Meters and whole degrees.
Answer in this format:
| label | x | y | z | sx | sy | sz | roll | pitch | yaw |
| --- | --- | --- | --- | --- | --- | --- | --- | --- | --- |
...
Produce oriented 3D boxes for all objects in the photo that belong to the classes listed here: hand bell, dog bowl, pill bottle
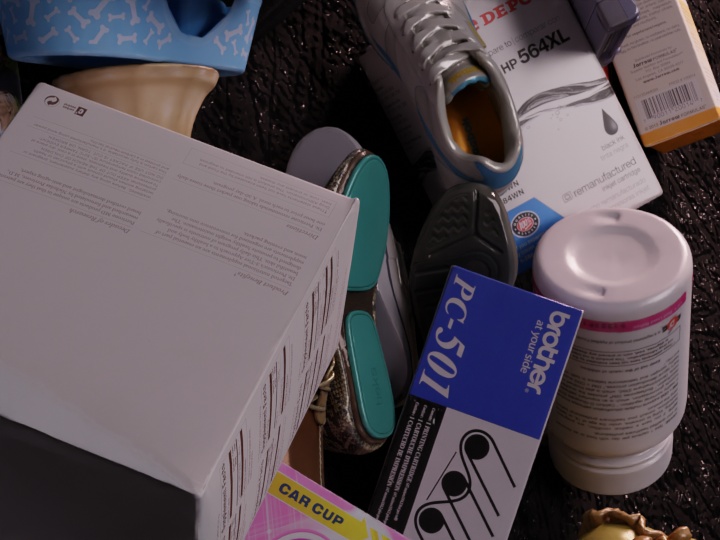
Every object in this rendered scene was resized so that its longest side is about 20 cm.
| label | x | y | z | sx | sy | sz | roll | pitch | yaw |
| --- | --- | --- | --- | --- | --- | --- | --- | --- | --- |
| hand bell | -0.133 | -0.020 | 1.146 | 0.104 | 0.104 | 0.201 | -1 | 86 | -48 |
| dog bowl | -0.142 | -0.150 | 1.151 | 0.200 | 0.111 | 0.050 | -3 | 94 | -59 |
| pill bottle | 0.184 | 0.063 | 1.359 | 0.114 | 0.113 | 0.201 | -62 | 154 | -44 |

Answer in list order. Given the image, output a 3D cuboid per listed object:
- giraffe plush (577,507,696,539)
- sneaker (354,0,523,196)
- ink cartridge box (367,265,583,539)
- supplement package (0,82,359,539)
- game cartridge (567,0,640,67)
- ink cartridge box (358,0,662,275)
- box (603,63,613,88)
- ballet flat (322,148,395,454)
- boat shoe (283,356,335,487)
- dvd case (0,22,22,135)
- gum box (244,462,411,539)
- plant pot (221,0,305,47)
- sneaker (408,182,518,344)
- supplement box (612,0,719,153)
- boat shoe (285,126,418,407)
| label | x | y | z | sx | sy | sz | roll | pitch | yaw |
| --- | --- | --- | --- | --- | --- | --- | --- | --- | --- |
| giraffe plush | 0.163 | 0.231 | 1.278 | 0.172 | 0.162 | 0.201 | -40 | 103 | -49 |
| sneaker | 0.060 | -0.148 | 1.295 | 0.076 | 0.081 | 0.201 | -26 | 85 | -11 |
| ink cartridge box | 0.071 | 0.107 | 1.226 | 0.094 | 0.044 | 0.201 | 19 | 85 | 4 |
| supplement package | -0.128 | 0.044 | 0.975 | 0.190 | 0.147 | 0.200 | 20 | 53 | 9 |
| game cartridge | 0.159 | -0.223 | 1.379 | 0.200 | 0.038 | 0.130 | 55 | 12 | -86 |
| ink cartridge box | 0.111 | -0.111 | 1.391 | 0.146 | 0.084 | 0.201 | -29 | 94 | -13 |
| box | 0.157 | -0.107 | 1.529 | 0.137 | 0.040 | 0.201 | 22 | 57 | -39 |
| ballet flat | -0.020 | 0.022 | 1.228 | 0.068 | 0.075 | 0.201 | 5 | 81 | -54 |
| boat shoe | -0.056 | 0.066 | 1.179 | 0.075 | 0.074 | 0.201 | -2 | 74 | -48 |
| dvd case | -0.256 | -0.094 | 1.074 | 0.142 | 0.018 | 0.201 | 7 | 68 | -46 |
| gum box | -0.049 | 0.183 | 1.106 | 0.200 | 0.066 | 0.114 | 35 | 75 | -33 |
| plant pot | -0.049 | -0.298 | 1.280 | 0.200 | 0.177 | 0.200 | 54 | 41 | -13 |
| sneaker | 0.080 | 0.023 | 1.319 | 0.114 | 0.076 | 0.200 | -73 | 157 | -66 |
| supplement box | 0.255 | -0.210 | 1.631 | 0.126 | 0.073 | 0.201 | -2 | 72 | -74 |
| boat shoe | 0.000 | 0.000 | 1.290 | 0.070 | 0.071 | 0.201 | 22 | 50 | -71 |
